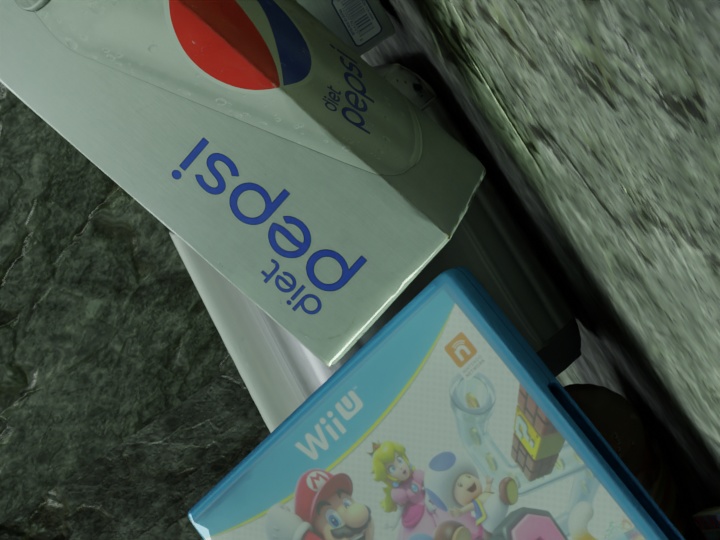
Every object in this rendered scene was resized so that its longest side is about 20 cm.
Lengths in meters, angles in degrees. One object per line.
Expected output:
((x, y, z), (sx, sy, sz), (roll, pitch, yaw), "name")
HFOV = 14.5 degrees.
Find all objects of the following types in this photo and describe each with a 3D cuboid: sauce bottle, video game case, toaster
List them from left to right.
((0.000, 0.000, 1.078), (0.130, 0.113, 0.200), (59, 170, -8), "toaster")
((0.047, 0.120, 0.986), (0.200, 0.143, 0.018), (51, -155, 10), "video game case")
((0.107, 0.120, 1.111), (0.066, 0.066, 0.200), (53, 177, 40), "sauce bottle")

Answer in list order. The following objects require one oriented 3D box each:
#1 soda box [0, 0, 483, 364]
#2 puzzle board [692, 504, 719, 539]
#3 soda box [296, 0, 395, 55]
((-0.057, -0.066, 0.942), (0.200, 0.068, 0.063), (42, -154, -5), "soda box")
((0.176, 0.166, 0.961), (0.201, 0.017, 0.151), (57, 176, 5), "puzzle board")
((-0.066, -0.156, 1.008), (0.201, 0.063, 0.068), (59, 176, -28), "soda box")
